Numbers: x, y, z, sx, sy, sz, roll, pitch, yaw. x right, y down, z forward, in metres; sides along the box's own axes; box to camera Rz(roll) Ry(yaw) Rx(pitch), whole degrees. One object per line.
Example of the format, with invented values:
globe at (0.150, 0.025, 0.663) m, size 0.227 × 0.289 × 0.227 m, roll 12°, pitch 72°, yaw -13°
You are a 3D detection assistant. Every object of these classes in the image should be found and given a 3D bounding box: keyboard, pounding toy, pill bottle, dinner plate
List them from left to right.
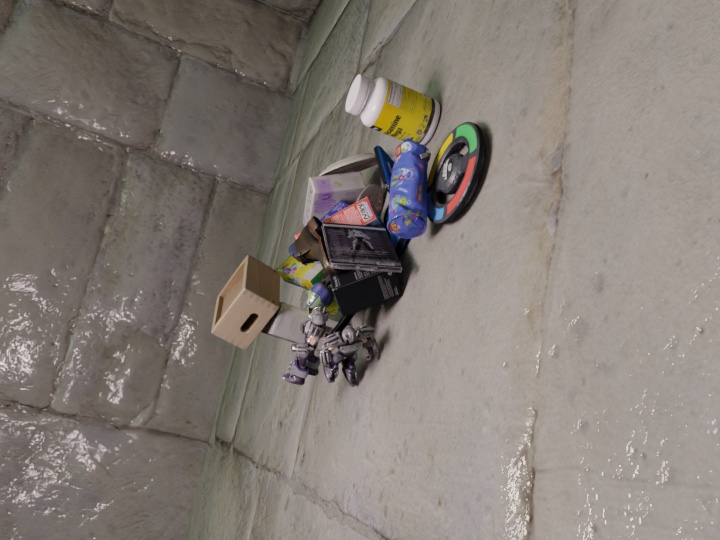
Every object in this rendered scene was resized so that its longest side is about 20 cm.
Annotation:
pounding toy at (-0.282, 0.096, 1.542) m, size 0.201 × 0.141 × 0.185 m, roll -50°, pitch 25°, yaw 22°
keyboard at (-0.024, 0.097, 1.403) m, size 0.201 × 0.020 × 0.128 m, roll -52°, pitch -8°, yaw -32°
dinner plate at (-0.026, -0.281, 1.621) m, size 0.200 × 0.197 × 0.025 m, roll -18°, pitch 90°, yaw 68°
pill bottle at (0.071, -0.365, 1.374) m, size 0.112 × 0.197 × 0.114 m, roll -163°, pitch 90°, yaw -72°

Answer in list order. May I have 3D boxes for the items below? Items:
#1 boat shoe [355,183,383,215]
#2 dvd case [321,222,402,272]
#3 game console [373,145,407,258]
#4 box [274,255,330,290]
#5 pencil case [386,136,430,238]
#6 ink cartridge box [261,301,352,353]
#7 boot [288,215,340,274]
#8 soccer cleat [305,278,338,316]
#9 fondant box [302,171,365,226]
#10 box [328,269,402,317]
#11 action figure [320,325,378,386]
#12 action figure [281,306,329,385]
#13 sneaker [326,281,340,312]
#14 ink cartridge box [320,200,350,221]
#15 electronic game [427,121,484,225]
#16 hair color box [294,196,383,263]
boat shoe at (0.002, -0.134, 1.587) m, size 0.072 × 0.075 × 0.203 m, roll -124°, pitch 54°, yaw -69°
dvd case at (-0.002, -0.051, 1.295) m, size 0.201 × 0.146 × 0.016 m, roll -107°, pitch 23°, yaw -60°
game console at (0.059, -0.154, 1.377) m, size 0.118 × 0.171 × 0.201 m, roll -36°, pitch 32°, yaw 18°
box at (-0.138, -0.011, 1.592) m, size 0.117 × 0.049 × 0.199 m, roll -45°, pitch 34°, yaw -20°
pencil case at (0.101, -0.166, 1.217) m, size 0.086 × 0.077 × 0.203 m, roll -21°, pitch 52°, yaw 42°
ink cartridge box at (-0.139, 0.151, 1.556) m, size 0.146 × 0.197 × 0.084 m, roll -11°, pitch 60°, yaw 69°
boot at (-0.103, -0.031, 1.352) m, size 0.097 × 0.075 × 0.201 m, roll -42°, pitch 34°, yaw 13°
soccer cleat at (-0.097, 0.080, 1.453) m, size 0.084 × 0.065 × 0.200 m, roll -47°, pitch -12°, yaw -11°
fondant box at (-0.075, -0.176, 1.648) m, size 0.201 × 0.142 × 0.059 m, roll 106°, pitch 150°, yaw -55°
box at (0.000, 0.000, 1.353) m, size 0.201 × 0.139 × 0.080 m, roll -108°, pitch 1°, yaw -60°
action figure at (-0.029, 0.181, 1.311) m, size 0.201 × 0.128 × 0.070 m, roll 106°, pitch 158°, yaw -55°
action figure at (-0.115, 0.162, 1.344) m, size 0.130 × 0.068 × 0.202 m, roll -51°, pitch -18°, yaw -56°
sneaker at (-0.046, 0.048, 1.515) m, size 0.070 × 0.078 × 0.200 m, roll -51°, pitch 2°, yaw -26°
ink cartridge box at (-0.070, -0.087, 1.638) m, size 0.094 × 0.044 × 0.201 m, roll -47°, pitch -20°, yaw -30°
electronic game at (0.177, -0.186, 1.164) m, size 0.200 × 0.041 × 0.203 m, roll -163°, pitch 89°, yaw -72°
hair color box at (-0.048, -0.095, 1.472) m, size 0.065 × 0.198 × 0.111 m, roll 66°, pitch -172°, yaw 12°
